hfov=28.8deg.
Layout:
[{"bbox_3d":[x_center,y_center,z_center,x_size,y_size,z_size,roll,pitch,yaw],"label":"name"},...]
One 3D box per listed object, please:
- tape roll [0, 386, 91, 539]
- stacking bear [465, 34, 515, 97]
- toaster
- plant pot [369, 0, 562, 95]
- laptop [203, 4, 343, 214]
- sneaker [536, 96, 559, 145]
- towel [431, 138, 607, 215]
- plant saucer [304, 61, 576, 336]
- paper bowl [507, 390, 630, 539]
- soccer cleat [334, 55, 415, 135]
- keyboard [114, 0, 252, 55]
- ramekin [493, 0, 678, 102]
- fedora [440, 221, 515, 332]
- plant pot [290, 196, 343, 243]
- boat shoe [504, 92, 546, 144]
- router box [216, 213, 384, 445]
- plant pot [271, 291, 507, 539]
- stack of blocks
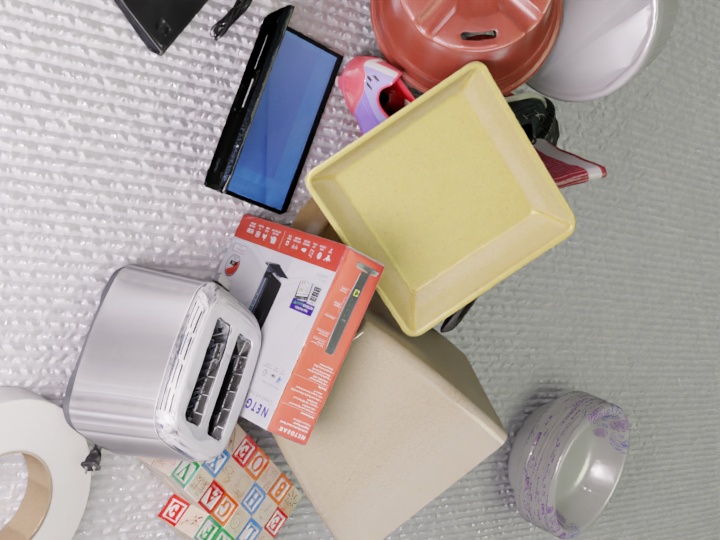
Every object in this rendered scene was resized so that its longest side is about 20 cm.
[{"bbox_3d":[-0.326,0.203,1.239,0.202,0.037,0.204,-26,126,-43],"label":"tape roll"},{"bbox_3d":[0.136,-0.167,1.585,0.121,0.113,0.201,-18,116,-46],"label":"stacking bear"},{"bbox_3d":[-0.177,0.092,1.265,0.114,0.129,0.201,45,56,-49],"label":"toaster"},{"bbox_3d":[0.105,-0.271,1.353,0.195,0.200,0.202,-40,149,-87],"label":"plant pot"},{"bbox_3d":[-0.071,-0.145,1.334,0.103,0.200,0.178,20,91,-14],"label":"laptop"},{"bbox_3d":[0.195,-0.109,1.713,0.201,0.076,0.091,-62,151,-5],"label":"sneaker"},{"bbox_3d":[0.136,-0.099,1.462,0.199,0.144,0.023,-13,111,-16],"label":"towel"},{"bbox_3d":[0.075,-0.070,1.341,0.200,0.048,0.200,-33,110,2],"label":"plant saucer"},{"bbox_3d":[0.283,0.266,1.968,0.200,0.104,0.202,-26,126,-43],"label":"paper bowl"},{"bbox_3d":[0.038,-0.147,1.491,0.067,0.076,0.200,-52,139,-21],"label":"soccer cleat"},{"bbox_3d":[-0.133,-0.276,1.268,0.200,0.021,0.127,-54,135,-18],"label":"keyboard"},{"bbox_3d":[0.243,-0.284,1.484,0.094,0.202,0.203,-20,122,-50],"label":"ramekin"},{"bbox_3d":[0.102,-0.027,1.483,0.177,0.090,0.200,-60,173,5],"label":"fedora"},{"bbox_3d":[0.000,0.000,1.512,0.199,0.027,0.201,-5,98,-40],"label":"plant pot"},{"bbox_3d":[0.149,-0.144,1.452,0.199,0.074,0.066,-5,71,-65],"label":"boat shoe"},{"bbox_3d":[-0.082,0.050,1.331,0.049,0.200,0.180,27,85,-35],"label":"router box"},{"bbox_3d":[-0.001,0.127,1.418,0.200,0.200,0.177,-38,113,7],"label":"plant pot"},{"bbox_3d":[-0.151,0.224,1.448,0.115,0.058,0.200,-54,141,-18],"label":"stack of blocks"}]
